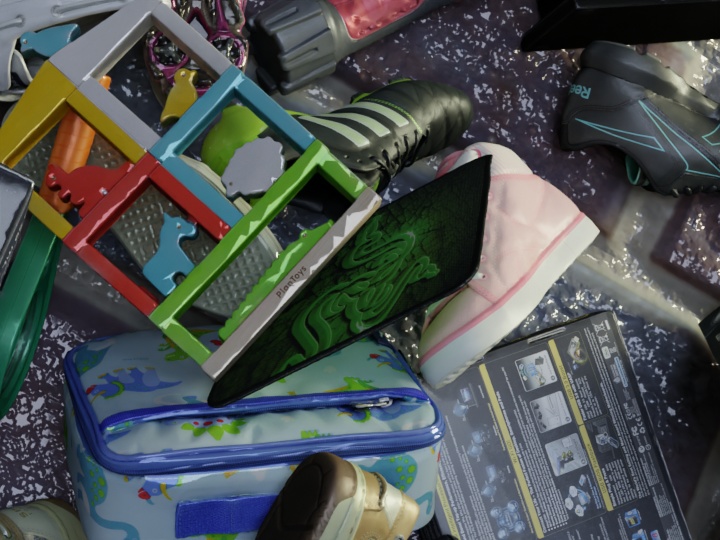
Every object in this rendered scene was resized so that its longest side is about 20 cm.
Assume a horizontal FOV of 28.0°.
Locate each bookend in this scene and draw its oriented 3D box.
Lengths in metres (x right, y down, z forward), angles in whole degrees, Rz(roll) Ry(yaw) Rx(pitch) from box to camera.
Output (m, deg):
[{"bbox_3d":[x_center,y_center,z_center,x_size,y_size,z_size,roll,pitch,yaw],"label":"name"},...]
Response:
[{"bbox_3d":[0.201,-0.260,0.972,0.199,0.092,0.200,-6,82,-16],"label":"bookend"}]

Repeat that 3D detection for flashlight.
[{"bbox_3d":[0.021,-0.182,0.919,0.200,0.068,0.068,-30,107,-21],"label":"flashlight"}]

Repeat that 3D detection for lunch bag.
[{"bbox_3d":[-0.060,0.090,0.803,0.200,0.161,0.083,-3,113,-16],"label":"lunch bag"}]

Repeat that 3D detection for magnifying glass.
[{"bbox_3d":[-0.177,-0.014,0.798,0.022,0.080,0.200,19,93,-2],"label":"magnifying glass"}]

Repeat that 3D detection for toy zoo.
[{"bbox_3d":[-0.105,-0.056,0.762,0.200,0.020,0.131,41,82,5],"label":"toy zoo"}]

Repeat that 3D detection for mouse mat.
[{"bbox_3d":[0.000,0.000,0.798,0.161,0.200,0.008,-27,108,17],"label":"mouse mat"}]

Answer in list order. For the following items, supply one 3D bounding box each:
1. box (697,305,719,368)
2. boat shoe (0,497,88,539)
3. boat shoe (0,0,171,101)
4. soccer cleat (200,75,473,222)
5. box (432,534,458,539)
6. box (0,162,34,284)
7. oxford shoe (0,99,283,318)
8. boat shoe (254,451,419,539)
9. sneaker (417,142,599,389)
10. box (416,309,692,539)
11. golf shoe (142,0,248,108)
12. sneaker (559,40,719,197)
[{"bbox_3d":[0.286,0.101,0.888,0.044,0.200,0.160,-41,94,13],"label":"box"},{"bbox_3d":[-0.171,0.227,0.792,0.063,0.073,0.200,1,67,-60],"label":"boat shoe"},{"bbox_3d":[-0.200,-0.130,0.813,0.200,0.074,0.065,-26,78,15],"label":"boat shoe"},{"bbox_3d":[-0.003,-0.069,0.874,0.200,0.068,0.081,-13,54,-36],"label":"soccer cleat"},{"bbox_3d":[0.001,0.272,0.804,0.200,0.104,0.182,-22,89,-4],"label":"box"},{"bbox_3d":[-0.264,0.036,0.737,0.123,0.198,0.200,24,76,-14],"label":"box"},{"bbox_3d":[-0.118,-0.042,0.833,0.200,0.058,0.075,33,106,16],"label":"oxford shoe"},{"bbox_3d":[-0.035,0.192,0.722,0.076,0.072,0.200,28,99,-26],"label":"boat shoe"},{"bbox_3d":[0.065,-0.011,0.878,0.105,0.075,0.200,47,40,1],"label":"sneaker"},{"bbox_3d":[0.116,0.143,0.908,0.161,0.049,0.200,-18,88,-20],"label":"box"},{"bbox_3d":[-0.100,-0.190,0.874,0.073,0.092,0.200,8,84,-10],"label":"golf shoe"},{"bbox_3d":[0.226,-0.080,0.972,0.200,0.075,0.079,25,89,-4],"label":"sneaker"}]
